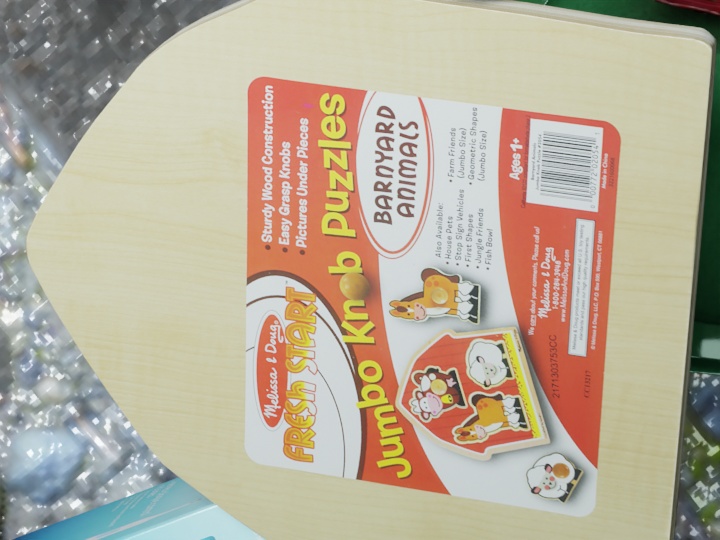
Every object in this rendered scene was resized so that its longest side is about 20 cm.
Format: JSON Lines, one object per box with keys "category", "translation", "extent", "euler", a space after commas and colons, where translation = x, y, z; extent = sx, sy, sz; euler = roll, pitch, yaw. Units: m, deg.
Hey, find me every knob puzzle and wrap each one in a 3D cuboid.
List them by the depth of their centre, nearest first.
{"category": "knob puzzle", "translation": [0.000, 0.000, 0.797], "extent": [0.219, 0.030, 0.220], "euler": [7, 116, 15]}

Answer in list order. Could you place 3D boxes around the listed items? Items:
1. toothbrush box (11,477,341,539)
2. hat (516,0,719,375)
{"category": "toothbrush box", "translation": [-0.012, 0.131, 0.885], "extent": [0.199, 0.085, 0.147], "euler": [-22, 96, 12]}
{"category": "hat", "translation": [0.094, -0.040, 0.793], "extent": [0.199, 0.176, 0.166], "euler": [15, 99, 6]}
